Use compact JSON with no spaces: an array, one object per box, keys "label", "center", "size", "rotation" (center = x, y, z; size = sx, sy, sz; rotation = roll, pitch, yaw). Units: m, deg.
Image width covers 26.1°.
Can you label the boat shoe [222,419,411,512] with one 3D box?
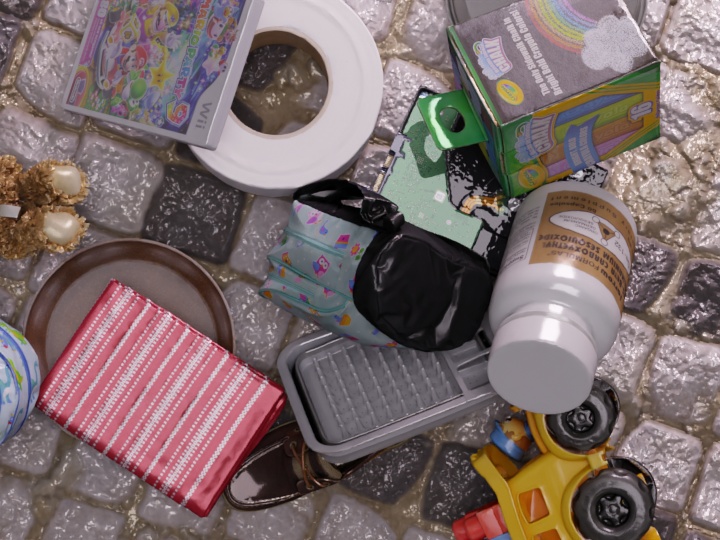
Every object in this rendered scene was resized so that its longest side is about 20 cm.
[{"label":"boat shoe","center":[-0.038,0.169,1.446],"size":[0.200,0.072,0.072],"rotation":[-20,87,-3]}]

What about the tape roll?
[{"label":"tape roll","center":[-0.079,-0.173,1.466],"size":[0.202,0.071,0.203],"rotation":[0,87,-1]}]

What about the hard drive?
[{"label":"hard drive","center":[0.118,-0.074,1.484],"size":[0.200,0.038,0.140],"rotation":[24,86,-1]}]

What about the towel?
[{"label":"towel","center":[-0.185,0.119,1.437],"size":[0.200,0.022,0.145],"rotation":[33,88,2]}]

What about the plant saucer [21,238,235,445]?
[{"label":"plant saucer","center":[-0.217,0.070,1.465],"size":[0.200,0.034,0.200],"rotation":[0,88,-1]}]

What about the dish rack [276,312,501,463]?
[{"label":"dish rack","center":[0.033,0.098,1.426],"size":[0.200,0.172,0.044],"rotation":[-21,127,-4]}]

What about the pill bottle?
[{"label":"pill bottle","center":[0.173,0.024,1.357],"size":[0.114,0.114,0.200],"rotation":[22,45,-1]}]

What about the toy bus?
[{"label":"toy bus","center":[0.166,0.195,1.436],"size":[0.192,0.136,0.200],"rotation":[-22,85,13]}]

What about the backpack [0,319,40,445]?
[{"label":"backpack","center":[-0.392,0.093,1.402],"size":[0.200,0.154,0.163],"rotation":[23,98,-8]}]

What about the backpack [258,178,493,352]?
[{"label":"backpack","center":[0.000,0.000,1.399],"size":[0.167,0.200,0.127],"rotation":[35,81,-42]}]

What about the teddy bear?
[{"label":"teddy bear","center":[-0.344,-0.046,1.441],"size":[0.200,0.067,0.145],"rotation":[-22,66,1]}]

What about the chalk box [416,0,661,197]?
[{"label":"chalk box","center":[0.154,-0.158,1.391],"size":[0.200,0.124,0.124],"rotation":[-21,60,-1]}]

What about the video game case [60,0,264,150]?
[{"label":"video game case","center":[-0.186,-0.198,1.428],"size":[0.200,0.018,0.143],"rotation":[17,88,37]}]

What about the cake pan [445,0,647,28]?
[{"label":"cake pan","center":[0.182,-0.275,1.498],"size":[0.200,0.037,0.200],"rotation":[0,87,-2]}]
